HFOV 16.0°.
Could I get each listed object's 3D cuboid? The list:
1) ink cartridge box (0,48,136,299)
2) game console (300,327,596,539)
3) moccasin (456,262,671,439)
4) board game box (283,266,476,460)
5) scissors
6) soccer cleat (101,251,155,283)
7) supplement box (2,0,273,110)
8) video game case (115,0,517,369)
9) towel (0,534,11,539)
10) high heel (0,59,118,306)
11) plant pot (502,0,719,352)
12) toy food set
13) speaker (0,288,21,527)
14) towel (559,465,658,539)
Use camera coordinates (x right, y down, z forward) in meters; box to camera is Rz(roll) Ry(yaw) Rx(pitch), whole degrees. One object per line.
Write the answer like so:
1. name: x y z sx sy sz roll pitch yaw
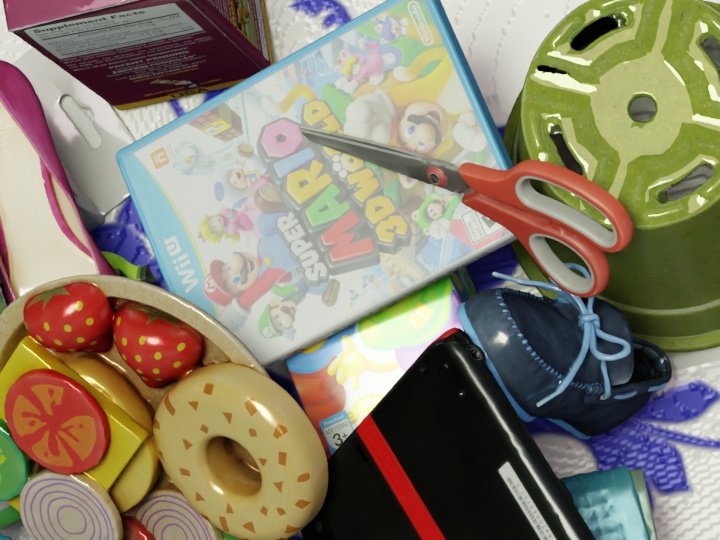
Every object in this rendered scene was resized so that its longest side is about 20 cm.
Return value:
1. ink cartridge box: -0.232 -0.042 1.483 0.200 0.068 0.115 -39 78 4
2. game console: 0.056 0.153 1.270 0.201 0.031 0.177 58 134 17
3. moccasin: 0.108 0.035 1.331 0.068 0.200 0.081 -29 74 15
4. board game box: 0.000 0.000 1.410 0.104 0.103 0.201 -24 78 8
5. scissors: 0.050 -0.051 1.283 0.199 0.073 0.014 31 54 23
6. soccer cleat: -0.138 0.090 1.453 0.081 0.067 0.201 -20 78 28
7. supplement box: -0.126 -0.177 1.413 0.102 0.200 0.132 -11 79 10
8. video game case: -0.021 -0.043 1.348 0.199 0.018 0.144 -28 78 18
9. towel: -0.159 0.216 1.378 0.199 0.147 0.022 24 43 29
10. high heel: -0.175 -0.017 1.387 0.067 0.096 0.201 -13 84 7
11. plant pot: 0.155 -0.068 1.344 0.199 0.190 0.202 -2 81 12
12. toy food set: -0.119 0.095 1.343 0.200 0.049 0.198 37 127 1
13. speaker: -0.231 0.046 1.407 0.088 0.089 0.201 -6 124 11
14. towel: 0.068 0.192 1.342 0.199 0.022 0.148 -14 73 6
